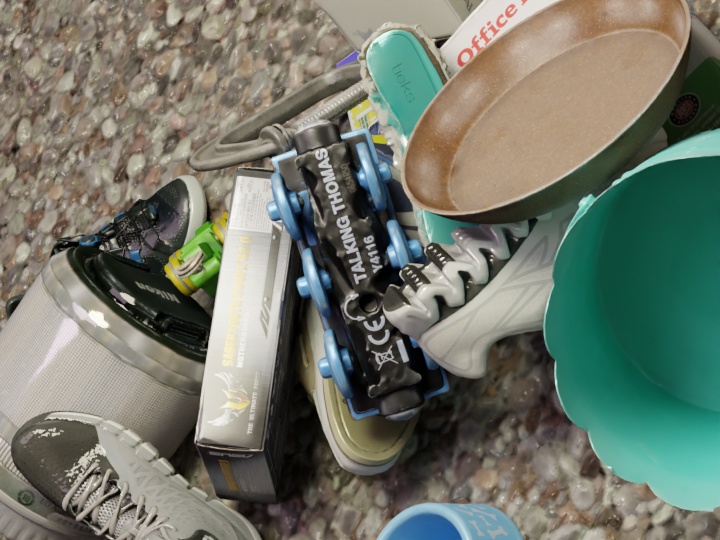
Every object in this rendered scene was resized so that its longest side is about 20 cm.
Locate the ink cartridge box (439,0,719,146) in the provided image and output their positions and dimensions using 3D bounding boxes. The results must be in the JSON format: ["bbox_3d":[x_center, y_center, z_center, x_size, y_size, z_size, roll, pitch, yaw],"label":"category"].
[{"bbox_3d":[0.161,-0.110,1.323,0.145,0.084,0.200,-47,56,18],"label":"ink cartridge box"}]

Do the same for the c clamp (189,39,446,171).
[{"bbox_3d":[-0.023,-0.121,1.456,0.200,0.027,0.171,-33,20,-24],"label":"c clamp"}]

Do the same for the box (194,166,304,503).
[{"bbox_3d":[-0.073,0.049,1.452,0.048,0.158,0.201,6,72,3],"label":"box"}]

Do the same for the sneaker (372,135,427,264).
[{"bbox_3d":[0.058,-0.019,1.412,0.200,0.074,0.082,40,116,39],"label":"sneaker"}]

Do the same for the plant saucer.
[{"bbox_3d":[0.115,-0.094,1.227,0.200,0.035,0.201,-29,30,18],"label":"plant saucer"}]

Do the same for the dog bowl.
[{"bbox_3d":[0.057,0.237,1.309,0.111,0.050,0.201,-31,52,31],"label":"dog bowl"}]

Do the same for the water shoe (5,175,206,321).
[{"bbox_3d":[-0.204,-0.003,1.655,0.200,0.079,0.072,-47,46,18],"label":"water shoe"}]

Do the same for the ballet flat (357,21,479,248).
[{"bbox_3d":[0.059,-0.067,1.329,0.072,0.072,0.201,-26,80,34],"label":"ballet flat"}]

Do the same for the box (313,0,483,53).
[{"bbox_3d":[0.041,-0.273,1.465,0.109,0.128,0.200,-5,49,41],"label":"box"}]

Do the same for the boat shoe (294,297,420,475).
[{"bbox_3d":[-0.005,0.067,1.437,0.200,0.074,0.068,-93,26,-43],"label":"boat shoe"}]

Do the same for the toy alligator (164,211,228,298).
[{"bbox_3d":[-0.107,0.000,1.533,0.059,0.054,0.200,-39,8,5],"label":"toy alligator"}]

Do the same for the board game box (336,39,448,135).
[{"bbox_3d":[0.074,-0.147,1.488,0.200,0.029,0.135,-35,51,28],"label":"board game box"}]

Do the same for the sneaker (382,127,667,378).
[{"bbox_3d":[0.110,-0.015,1.247,0.200,0.081,0.075,-39,15,7],"label":"sneaker"}]

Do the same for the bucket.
[{"bbox_3d":[0.205,0.020,1.142,0.206,0.135,0.208,4,105,14],"label":"bucket"}]

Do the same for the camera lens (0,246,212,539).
[{"bbox_3d":[-0.207,0.095,1.553,0.200,0.160,0.160,-54,44,10],"label":"camera lens"}]

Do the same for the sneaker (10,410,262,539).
[{"bbox_3d":[-0.157,0.170,1.427,0.075,0.200,0.116,-60,4,12],"label":"sneaker"}]

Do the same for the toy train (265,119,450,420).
[{"bbox_3d":[0.000,0.000,1.345,0.086,0.114,0.201,-19,88,3],"label":"toy train"}]
